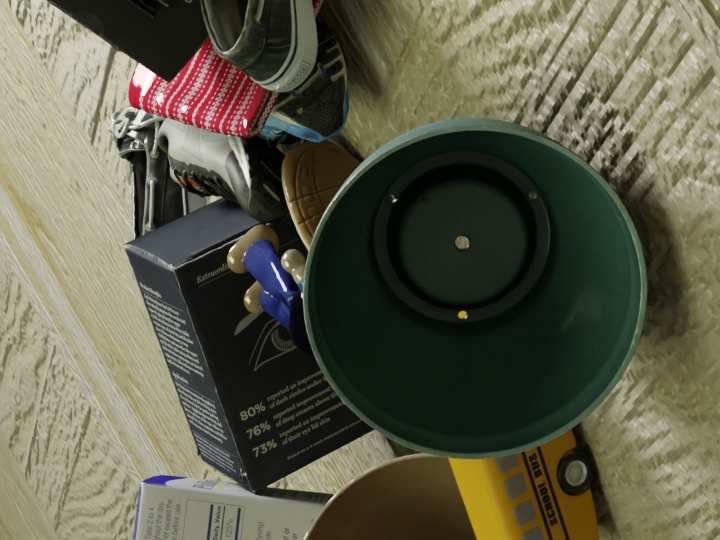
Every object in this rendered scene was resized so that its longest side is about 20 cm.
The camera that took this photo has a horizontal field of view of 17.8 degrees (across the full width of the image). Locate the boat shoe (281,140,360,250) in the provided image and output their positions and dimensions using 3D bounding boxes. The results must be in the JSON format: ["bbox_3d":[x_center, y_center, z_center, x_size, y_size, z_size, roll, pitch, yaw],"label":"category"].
[{"bbox_3d":[0.000,0.000,1.667,0.201,0.073,0.069,61,161,18],"label":"boat shoe"}]

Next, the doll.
[{"bbox_3d":[-0.026,0.035,1.609,0.200,0.048,0.137,38,155,49],"label":"doll"}]

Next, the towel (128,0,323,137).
[{"bbox_3d":[-0.094,-0.170,1.628,0.022,0.145,0.200,27,176,-31],"label":"towel"}]

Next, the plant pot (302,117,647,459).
[{"bbox_3d":[0.065,-0.004,1.392,0.134,0.199,0.201,-93,-16,-73],"label":"plant pot"}]

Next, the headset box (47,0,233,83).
[{"bbox_3d":[-0.173,-0.231,1.608,0.149,0.077,0.200,34,-159,-26],"label":"headset box"}]

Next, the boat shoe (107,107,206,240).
[{"bbox_3d":[-0.169,-0.108,1.867,0.074,0.068,0.200,156,110,-70],"label":"boat shoe"}]

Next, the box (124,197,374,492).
[{"bbox_3d":[-0.073,0.045,1.786,0.104,0.148,0.201,21,132,61],"label":"box"}]

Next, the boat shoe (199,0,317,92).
[{"bbox_3d":[-0.078,-0.212,1.540,0.071,0.072,0.201,26,-143,-44],"label":"boat shoe"}]

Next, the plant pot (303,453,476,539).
[{"bbox_3d":[0.063,0.247,1.683,0.201,0.200,0.135,53,180,25],"label":"plant pot"}]

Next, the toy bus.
[{"bbox_3d":[0.099,0.107,1.554,0.065,0.078,0.201,14,127,62],"label":"toy bus"}]

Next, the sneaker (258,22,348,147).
[{"bbox_3d":[-0.052,-0.131,1.665,0.090,0.078,0.200,61,170,-29],"label":"sneaker"}]

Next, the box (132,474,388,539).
[{"bbox_3d":[-0.081,0.262,1.797,0.105,0.199,0.185,-30,-53,-89],"label":"box"}]

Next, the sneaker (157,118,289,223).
[{"bbox_3d":[-0.101,-0.079,1.746,0.074,0.079,0.200,44,-175,-31],"label":"sneaker"}]
